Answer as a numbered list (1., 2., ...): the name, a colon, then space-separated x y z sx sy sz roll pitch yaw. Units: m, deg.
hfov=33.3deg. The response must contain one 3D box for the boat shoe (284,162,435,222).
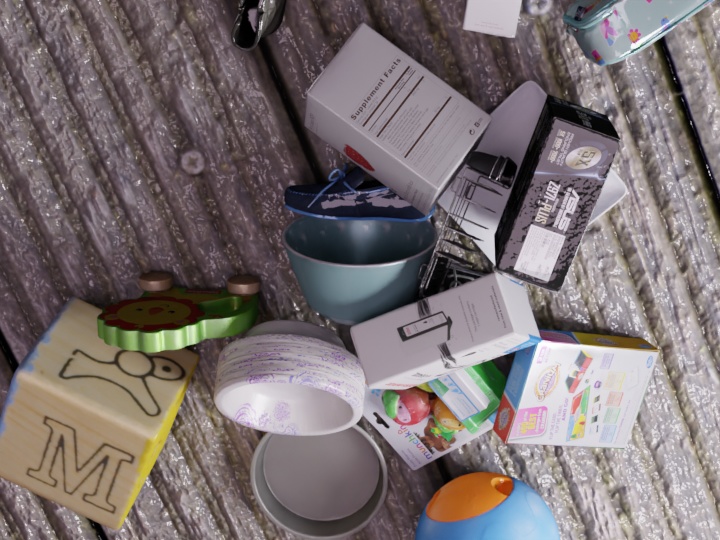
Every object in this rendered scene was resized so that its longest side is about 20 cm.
1. boat shoe: -0.001 -0.108 1.576 0.198 0.084 0.069 0 112 -2

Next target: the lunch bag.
1. lunch bag: 0.337 -0.329 1.439 0.199 0.161 0.077 -34 107 8

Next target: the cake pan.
1. cake pan: -0.058 0.290 1.726 0.198 0.037 0.202 1 107 5

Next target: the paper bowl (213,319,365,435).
1. paper bowl: -0.092 0.139 1.602 0.199 0.105 0.201 3 150 1

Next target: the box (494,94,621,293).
1. box: 0.238 -0.097 1.480 0.085 0.164 0.201 19 107 -1

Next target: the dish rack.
1. dish rack: 0.130 -0.052 1.498 0.054 0.153 0.201 23 95 12

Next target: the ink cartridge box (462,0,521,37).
1. ink cartridge box: 0.172 -0.392 1.453 0.066 0.116 0.202 10 107 3

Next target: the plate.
1. plate: 0.213 -0.115 1.579 0.199 0.032 0.200 -41 100 16

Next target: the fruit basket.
1. fruit basket: 0.093 0.176 1.648 0.199 0.094 0.186 -33 108 22

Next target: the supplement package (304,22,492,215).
1. supplement package: 0.043 -0.185 1.490 0.199 0.121 0.120 37 78 5

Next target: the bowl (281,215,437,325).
1. bowl: 0.000 0.000 1.552 0.199 0.201 0.106 1 114 5

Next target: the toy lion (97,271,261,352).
1. toy lion: -0.240 0.061 1.590 0.198 0.192 0.069 2 108 4

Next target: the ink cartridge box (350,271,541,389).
1. ink cartridge box: 0.108 0.080 1.499 0.199 0.146 0.085 -22 77 18

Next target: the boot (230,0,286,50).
1. boot: -0.112 -0.374 1.475 0.067 0.131 0.202 11 108 1

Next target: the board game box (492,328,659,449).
1. board game box: 0.289 0.160 1.609 0.198 0.040 0.154 7 109 -25

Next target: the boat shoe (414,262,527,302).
1. boat shoe: 0.127 0.036 1.614 0.198 0.068 0.074 13 108 1

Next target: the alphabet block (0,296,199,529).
1. alphabet block: -0.359 0.190 1.624 0.199 0.196 0.197 26 124 -2

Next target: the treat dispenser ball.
1. treat dispenser ball: 0.174 0.378 1.647 0.199 0.201 0.203 1 107 5
